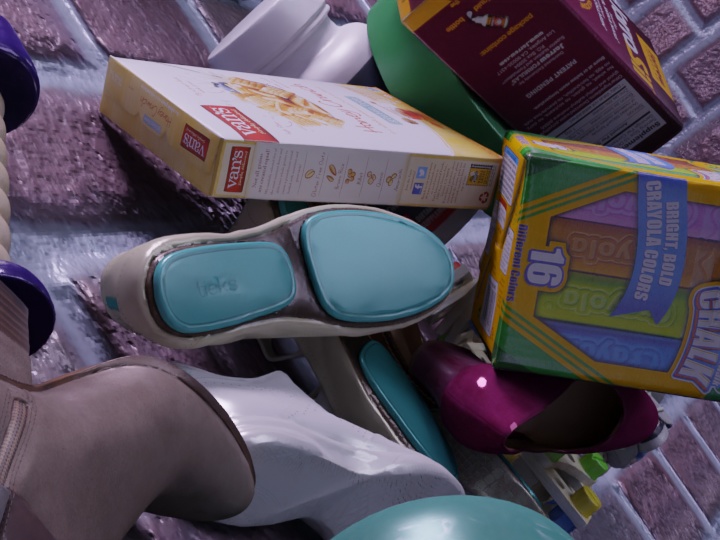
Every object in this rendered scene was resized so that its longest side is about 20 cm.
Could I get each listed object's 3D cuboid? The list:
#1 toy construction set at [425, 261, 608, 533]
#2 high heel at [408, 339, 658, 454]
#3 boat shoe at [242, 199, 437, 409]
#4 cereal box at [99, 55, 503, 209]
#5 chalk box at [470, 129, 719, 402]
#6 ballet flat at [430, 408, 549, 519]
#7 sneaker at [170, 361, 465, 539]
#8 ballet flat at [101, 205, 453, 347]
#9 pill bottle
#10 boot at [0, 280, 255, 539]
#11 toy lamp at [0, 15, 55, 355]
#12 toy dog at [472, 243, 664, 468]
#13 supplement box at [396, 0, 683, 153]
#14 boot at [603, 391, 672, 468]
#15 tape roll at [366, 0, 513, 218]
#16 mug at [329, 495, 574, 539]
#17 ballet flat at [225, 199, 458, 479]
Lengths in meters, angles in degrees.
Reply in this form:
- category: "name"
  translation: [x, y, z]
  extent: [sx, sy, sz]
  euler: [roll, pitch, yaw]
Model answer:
- category: "toy construction set"
  translation: [0.096, 0.093, 0.998]
  extent: [0.131, 0.092, 0.201]
  euler: [8, 59, -65]
- category: "high heel"
  translation: [0.123, 0.094, 0.870]
  extent: [0.199, 0.068, 0.096]
  euler: [11, 19, -34]
- category: "boat shoe"
  translation: [0.000, 0.000, 0.942]
  extent: [0.201, 0.074, 0.076]
  euler: [56, 19, 11]
- category: "cereal box"
  translation: [-0.035, -0.080, 0.862]
  extent: [0.199, 0.040, 0.144]
  euler: [1, 23, -38]
- category: "chalk box"
  translation: [0.176, -0.001, 0.851]
  extent: [0.198, 0.125, 0.124]
  euler: [8, 10, -3]
- category: "ballet flat"
  translation: [0.088, 0.169, 0.867]
  extent: [0.200, 0.067, 0.062]
  euler: [48, 50, 5]
- category: "sneaker"
  translation: [-0.022, 0.091, 0.742]
  extent: [0.200, 0.075, 0.089]
  euler: [31, 17, -46]
- category: "ballet flat"
  translation: [-0.042, 0.006, 0.748]
  extent: [0.199, 0.070, 0.070]
  euler: [-2, 53, -40]
- category: "pill bottle"
  translation: [-0.010, -0.103, 1.035]
  extent: [0.200, 0.119, 0.120]
  euler: [47, 19, -14]
- category: "boot"
  translation: [-0.111, 0.090, 0.541]
  extent: [0.200, 0.070, 0.147]
  euler: [39, 29, -33]
- category: "toy lamp"
  translation: [-0.168, -0.048, 0.654]
  extent: [0.058, 0.058, 0.201]
  euler: [37, 23, -39]
- category: "toy dog"
  translation: [0.140, 0.059, 1.152]
  extent: [0.200, 0.132, 0.096]
  euler: [50, -21, -21]
- category: "supplement box"
  translation: [0.115, -0.157, 0.966]
  extent: [0.200, 0.085, 0.111]
  euler: [38, 29, -33]
- category: "boot"
  translation: [0.181, 0.076, 1.003]
  extent: [0.096, 0.073, 0.200]
  euler: [54, -6, 18]
- category: "tape roll"
  translation: [0.087, -0.121, 1.032]
  extent: [0.200, 0.048, 0.201]
  euler: [41, 28, -27]
- category: "mug"
  translation: [0.029, 0.179, 0.607]
  extent: [0.151, 0.186, 0.115]
  euler: [14, 33, -24]
- category: "ballet flat"
  translation: [-0.018, 0.049, 0.831]
  extent: [0.201, 0.069, 0.069]
  euler: [60, 19, 6]
